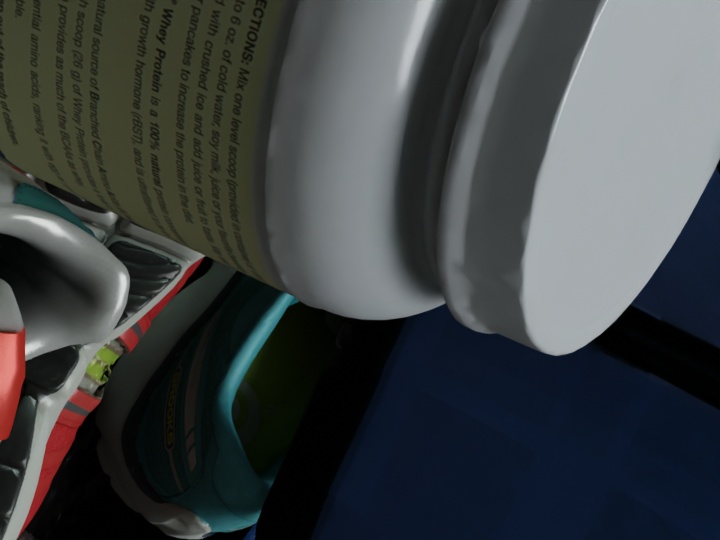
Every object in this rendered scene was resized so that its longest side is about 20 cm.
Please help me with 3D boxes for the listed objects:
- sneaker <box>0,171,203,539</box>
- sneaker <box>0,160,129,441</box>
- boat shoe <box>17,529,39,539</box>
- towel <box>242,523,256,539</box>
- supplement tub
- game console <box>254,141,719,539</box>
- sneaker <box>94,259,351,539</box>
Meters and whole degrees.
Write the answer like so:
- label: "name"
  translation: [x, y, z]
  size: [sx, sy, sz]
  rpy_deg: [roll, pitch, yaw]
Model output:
- label: "sneaker"
  translation: [-0.094, 0.015, 0.781]
  size: [0.200, 0.077, 0.085]
  rpy_deg: [-56, 178, -21]
- label: "sneaker"
  translation: [-0.123, 0.007, 0.638]
  size: [0.200, 0.093, 0.070]
  rpy_deg: [-23, 133, -62]
- label: "boat shoe"
  translation: [-0.112, 0.143, 0.867]
  size: [0.073, 0.074, 0.200]
  rpy_deg: [-42, 143, -25]
- label: "towel"
  translation: [-0.043, 0.121, 0.986]
  size: [0.147, 0.024, 0.200]
  rpy_deg: [-51, 172, -35]
- label: "supplement tub"
  translation: [-0.021, -0.077, 0.643]
  size: [0.145, 0.200, 0.145]
  rpy_deg: [-50, 155, -34]
- label: "game console"
  translation: [0.041, 0.027, 0.753]
  size: [0.119, 0.200, 0.172]
  rpy_deg: [-45, 136, -18]
- label: "sneaker"
  translation: [0.000, 0.000, 0.915]
  size: [0.077, 0.080, 0.200]
  rpy_deg: [40, 69, -24]
